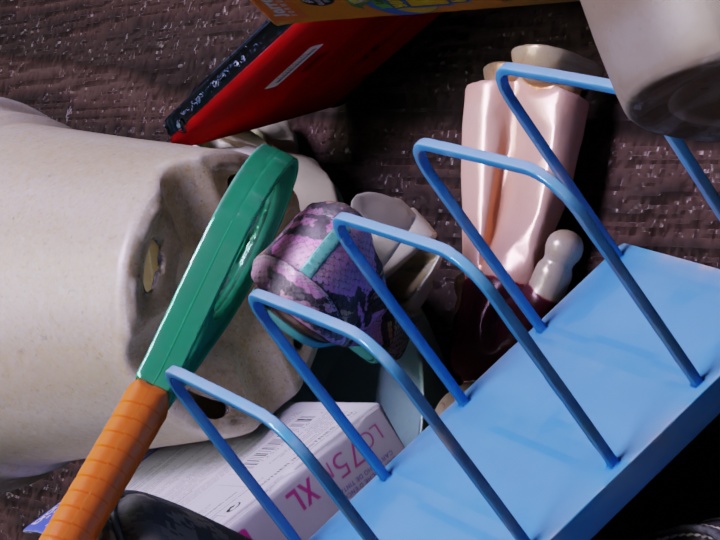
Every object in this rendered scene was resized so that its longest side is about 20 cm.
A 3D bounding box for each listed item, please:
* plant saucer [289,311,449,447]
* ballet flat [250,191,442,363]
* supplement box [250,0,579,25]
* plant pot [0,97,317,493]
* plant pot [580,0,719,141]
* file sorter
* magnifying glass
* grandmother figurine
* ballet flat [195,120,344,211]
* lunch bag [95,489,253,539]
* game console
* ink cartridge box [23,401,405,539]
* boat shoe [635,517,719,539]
[{"bbox_3d":[-0.006,0.092,1.385,0.200,0.036,0.201,-35,49,54],"label":"plant saucer"},{"bbox_3d":[0.000,0.000,1.255,0.071,0.069,0.200,-49,-8,3],"label":"ballet flat"},{"bbox_3d":[0.044,-0.150,1.239,0.199,0.067,0.069,-1,74,22],"label":"supplement box"},{"bbox_3d":[-0.125,0.011,1.376,0.183,0.200,0.201,-1,76,43],"label":"plant pot"},{"bbox_3d":[0.146,-0.145,1.035,0.200,0.199,0.174,-27,64,57],"label":"plant pot"},{"bbox_3d":[0.043,0.029,1.117,0.200,0.123,0.139,-43,23,-13],"label":"file sorter"},{"bbox_3d":[-0.076,0.033,1.164,0.080,0.022,0.200,104,-169,-62],"label":"magnifying glass"},{"bbox_3d":[0.062,0.008,1.265,0.121,0.060,0.201,128,152,-78],"label":"grandmother figurine"},{"bbox_3d":[-0.058,-0.041,1.470,0.200,0.069,0.070,-127,54,-71],"label":"ballet flat"},{"bbox_3d":[-0.083,0.211,1.151,0.168,0.139,0.200,-50,30,16],"label":"lunch bag"},{"bbox_3d":[-0.009,-0.165,1.421,0.200,0.172,0.119,-38,74,52],"label":"game console"},{"bbox_3d":[-0.071,0.108,1.348,0.042,0.119,0.200,60,155,-15],"label":"ink cartridge box"},{"bbox_3d":[0.091,0.142,1.144,0.200,0.060,0.074,-30,51,56],"label":"boat shoe"}]
